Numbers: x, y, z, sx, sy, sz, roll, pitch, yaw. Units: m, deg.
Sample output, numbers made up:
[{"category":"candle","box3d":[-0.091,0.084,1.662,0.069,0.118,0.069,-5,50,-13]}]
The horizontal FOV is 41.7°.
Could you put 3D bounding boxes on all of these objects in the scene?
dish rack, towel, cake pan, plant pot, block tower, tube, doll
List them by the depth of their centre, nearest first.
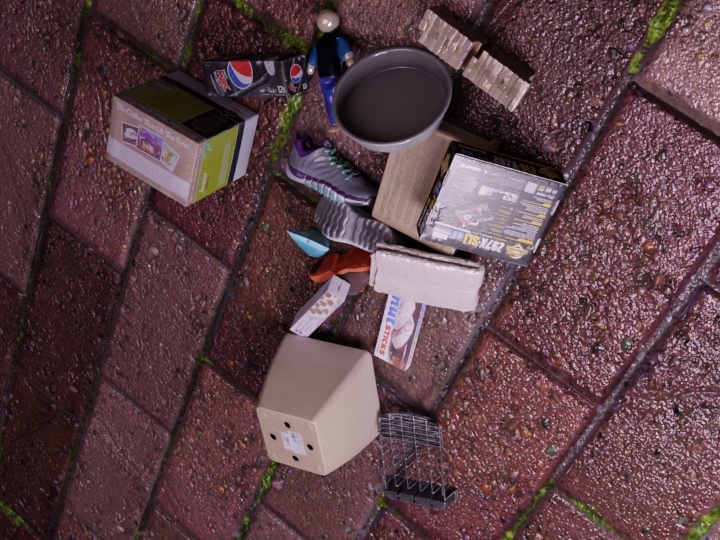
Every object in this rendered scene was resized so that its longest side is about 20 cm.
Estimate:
[{"category":"block tower","box3d":[0.181,-0.333,1.474,0.199,0.058,0.054,41,126,12]},{"category":"cake pan","box3d":[0.052,-0.271,1.513,0.197,0.203,0.037,18,156,23]},{"category":"doll","box3d":[-0.047,-0.341,1.612,0.135,0.048,0.205,14,119,50]},{"category":"towel","box3d":[0.111,0.013,1.617,0.195,0.035,0.133,11,150,5]},{"category":"tube","box3d":[-0.087,-0.050,1.680,0.076,0.200,0.051,18,91,1]},{"category":"plant pot","box3d":[-0.092,0.270,1.815,0.196,0.177,0.203,10,128,28]},{"category":"dish rack","box3d":[0.107,0.365,1.836,0.150,0.054,0.205,4,111,28]}]

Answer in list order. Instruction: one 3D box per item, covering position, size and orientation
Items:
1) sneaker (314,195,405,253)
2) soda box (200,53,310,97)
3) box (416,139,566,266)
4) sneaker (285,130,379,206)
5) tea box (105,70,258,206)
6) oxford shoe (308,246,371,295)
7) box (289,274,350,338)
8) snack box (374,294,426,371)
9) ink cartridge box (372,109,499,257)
[{"category":"sneaker","box3d":[-0.005,-0.073,1.694,0.199,0.081,0.076,33,99,36]},{"category":"soda box","box3d":[-0.188,-0.346,1.674,0.197,0.070,0.065,8,115,35]},{"category":"box","box3d":[0.206,-0.104,1.499,0.196,0.050,0.162,13,124,-14]},{"category":"sneaker","box3d":[-0.047,-0.181,1.673,0.197,0.074,0.089,22,117,22]},{"category":"tea box","box3d":[-0.327,-0.247,1.736,0.198,0.196,0.136,30,124,17]},{"category":"oxford shoe","box3d":[0.000,0.000,1.738,0.197,0.072,0.073,-11,128,37]},{"category":"box","box3d":[-0.078,0.070,1.781,0.038,0.042,0.200,30,146,-10]},{"category":"snack box","box3d":[0.078,0.086,1.743,0.071,0.024,0.204,26,123,21]},{"category":"ink cartridge box","box3d":[0.123,-0.152,1.578,0.163,0.075,0.203,28,122,16]}]
